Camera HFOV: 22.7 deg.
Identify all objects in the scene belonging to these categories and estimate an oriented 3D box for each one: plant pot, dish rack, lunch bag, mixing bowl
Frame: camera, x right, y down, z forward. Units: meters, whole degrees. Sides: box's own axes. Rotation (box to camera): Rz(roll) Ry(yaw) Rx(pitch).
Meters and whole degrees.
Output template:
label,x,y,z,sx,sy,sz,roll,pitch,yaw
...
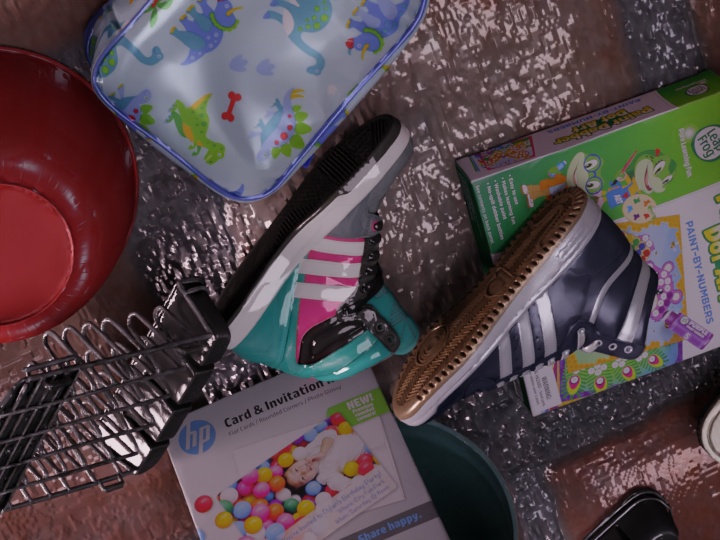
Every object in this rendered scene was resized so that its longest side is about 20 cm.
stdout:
label,x,y,z,sx,sy,sz,roll,pitch,yaw
plant pot,0.020,0.222,1.281,0.200,0.201,0.134,-22,145,-4
dish rack,-0.180,0.088,1.144,0.200,0.055,0.154,-13,142,-50
lunch bag,-0.064,-0.153,1.133,0.161,0.082,0.200,37,101,-25
dish rack,0.238,0.284,1.429,0.153,0.055,0.200,-44,119,9
mixing bowl,-0.231,-0.030,1.131,0.199,0.108,0.201,-6,115,-13

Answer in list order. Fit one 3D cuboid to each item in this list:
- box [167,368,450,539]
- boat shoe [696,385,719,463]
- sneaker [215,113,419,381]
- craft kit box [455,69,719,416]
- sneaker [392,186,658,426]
label,x,y,z,sx,sy,sz,roll,pitch,yaw
box,-0.033,0.163,1.223,0.155,0.200,0.041,-22,145,-3
boat shoe,0.329,0.064,1.355,0.073,0.063,0.200,43,95,1
sneaker,0.000,0.000,1.216,0.121,0.084,0.200,33,110,-20
craft kit box,0.186,-0.017,1.283,0.197,0.049,0.201,-22,118,-7
sneaker,0.119,0.050,1.234,0.108,0.070,0.200,39,97,-24
